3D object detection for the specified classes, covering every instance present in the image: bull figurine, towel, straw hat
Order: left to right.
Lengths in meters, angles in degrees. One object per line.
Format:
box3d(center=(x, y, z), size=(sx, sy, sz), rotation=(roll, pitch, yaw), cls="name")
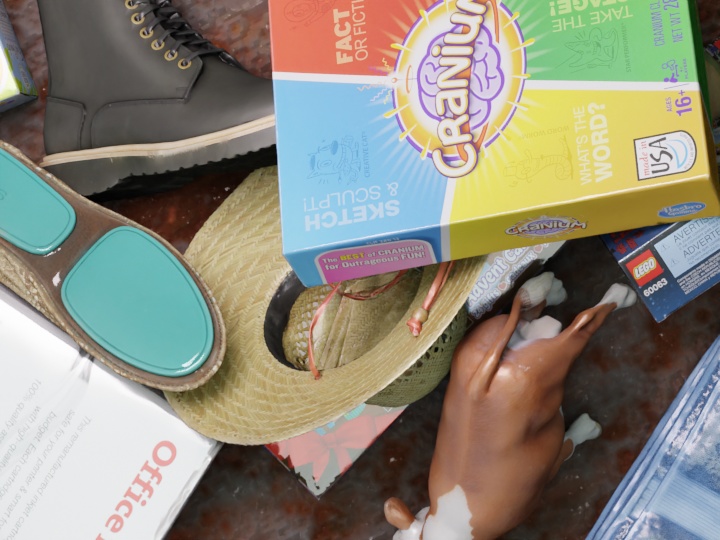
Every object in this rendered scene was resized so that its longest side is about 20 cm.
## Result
box3d(center=(0.003, 0.024, 1.442), size=(0.201, 0.201, 0.085), rotation=(-44, 130, 4), cls="straw hat")
box3d(center=(0.073, 0.080, 1.457), size=(0.065, 0.200, 0.121), rotation=(36, 56, 14), cls="bull figurine")
box3d(center=(0.193, 0.119, 1.495), size=(0.111, 0.049, 0.200), rotation=(33, 93, 2), cls="towel")

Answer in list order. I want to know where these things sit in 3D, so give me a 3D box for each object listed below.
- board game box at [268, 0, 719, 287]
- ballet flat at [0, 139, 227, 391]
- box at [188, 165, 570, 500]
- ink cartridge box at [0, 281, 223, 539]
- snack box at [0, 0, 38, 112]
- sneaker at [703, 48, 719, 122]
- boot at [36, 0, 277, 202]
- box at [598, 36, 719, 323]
box3d(center=(0.059, -0.083, 1.348), size=(0.199, 0.040, 0.154), rotation=(-11, 64, 12), cls="board game box")
box3d(center=(-0.137, 0.002, 1.457), size=(0.070, 0.065, 0.200), rotation=(-43, 63, -15), cls="ballet flat")
box3d(center=(0.000, 0.000, 1.509), size=(0.137, 0.039, 0.200), rotation=(44, 94, 3), cls="box")
box3d(center=(-0.185, 0.089, 1.501), size=(0.200, 0.084, 0.146), rotation=(34, 94, 2), cls="ink cartridge box")
box3d(center=(-0.281, -0.153, 1.511), size=(0.168, 0.068, 0.201), rotation=(-22, 92, 4), cls="snack box")
box3d(center=(0.122, -0.142, 1.443), size=(0.090, 0.067, 0.200), rotation=(-52, 43, -8), cls="sneaker")
box3d(center=(-0.092, -0.115, 1.464), size=(0.199, 0.077, 0.139), rotation=(-10, 86, 33), cls="boot")
box3d(center=(0.171, -0.055, 1.416), size=(0.136, 0.200, 0.038), rotation=(-35, 107, 4), cls="box")
